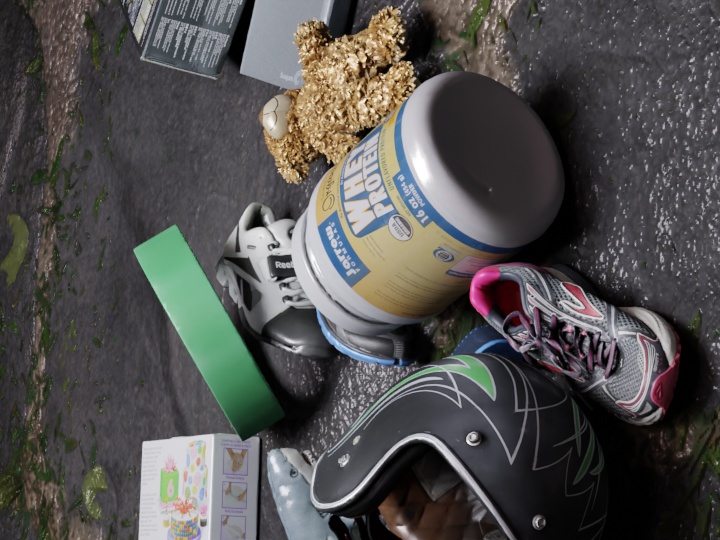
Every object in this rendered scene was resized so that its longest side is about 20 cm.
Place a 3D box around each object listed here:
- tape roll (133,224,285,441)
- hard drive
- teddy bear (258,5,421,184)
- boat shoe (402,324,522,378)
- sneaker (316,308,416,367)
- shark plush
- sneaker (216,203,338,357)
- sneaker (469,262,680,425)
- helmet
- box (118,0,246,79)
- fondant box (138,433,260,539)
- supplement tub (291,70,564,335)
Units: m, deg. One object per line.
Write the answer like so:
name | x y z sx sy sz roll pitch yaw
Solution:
tape roll | -0.137 0.057 1.625 0.202 0.048 0.201 59 174 9
hard drive | -0.050 -0.270 1.689 0.139 0.033 0.202 25 104 55
teddy bear | -0.022 -0.152 1.568 0.199 0.066 0.147 -4 94 45
boat shoe | 0.057 0.117 1.408 0.201 0.083 0.069 -60 36 26
sneaker | 0.000 0.000 1.525 0.083 0.070 0.201 -60 36 39
shark plush | -0.047 0.255 1.531 0.090 0.083 0.203 1 84 56
sneaker | -0.072 0.005 1.617 0.200 0.073 0.089 46 123 49
sneaker | 0.153 0.052 1.284 0.200 0.074 0.082 32 110 53
helmet | 0.081 0.153 1.266 0.189 0.200 0.202 -28 57 21
box | -0.163 -0.321 1.793 0.164 0.085 0.202 -118 46 -58
fondant box | -0.158 0.262 1.720 0.144 0.058 0.203 -13 74 55
supplement tub | 0.048 -0.047 1.397 0.200 0.143 0.146 -40 52 45
